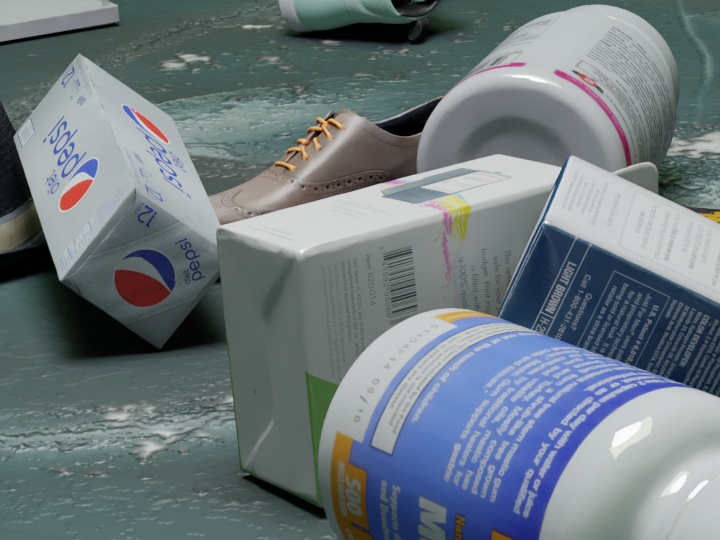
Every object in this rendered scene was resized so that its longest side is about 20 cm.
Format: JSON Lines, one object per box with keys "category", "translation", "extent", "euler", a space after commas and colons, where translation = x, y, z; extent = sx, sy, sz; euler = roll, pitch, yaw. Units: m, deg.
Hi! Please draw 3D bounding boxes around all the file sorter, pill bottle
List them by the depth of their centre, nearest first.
{"category": "pill bottle", "translation": [0.085, 0.089, 1.021], "extent": [0.112, 0.112, 0.200], "euler": [-16, 22, -34]}
{"category": "pill bottle", "translation": [0.110, -0.078, 1.519], "extent": [0.113, 0.113, 0.200], "euler": [3, 19, 18]}
{"category": "file sorter", "translation": [-0.290, -0.253, 2.088], "extent": [0.139, 0.125, 0.200], "euler": [-12, 20, -28]}

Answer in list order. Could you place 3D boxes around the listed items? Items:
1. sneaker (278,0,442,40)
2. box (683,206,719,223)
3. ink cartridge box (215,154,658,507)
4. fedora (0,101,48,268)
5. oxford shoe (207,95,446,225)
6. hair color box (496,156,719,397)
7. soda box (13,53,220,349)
{"category": "sneaker", "translation": [0.045, -0.222, 2.022], "extent": [0.118, 0.074, 0.200], "euler": [4, 28, 39]}
{"category": "box", "translation": [0.208, 0.009, 1.357], "extent": [0.200, 0.040, 0.137], "euler": [5, 19, 23]}
{"category": "ink cartridge box", "translation": [0.040, 0.018, 1.229], "extent": [0.200, 0.117, 0.067], "euler": [-15, 18, -33]}
{"category": "fedora", "translation": [-0.244, -0.062, 1.547], "extent": [0.200, 0.092, 0.201], "euler": [-2, 18, 1]}
{"category": "oxford shoe", "translation": [-0.028, -0.051, 1.519], "extent": [0.200, 0.073, 0.071], "euler": [-15, 23, -33]}
{"category": "hair color box", "translation": [0.160, 0.031, 1.145], "extent": [0.200, 0.061, 0.100], "euler": [25, 22, 2]}
{"category": "soda box", "translation": [-0.126, -0.039, 1.440], "extent": [0.068, 0.063, 0.200], "euler": [35, 12, -26]}
